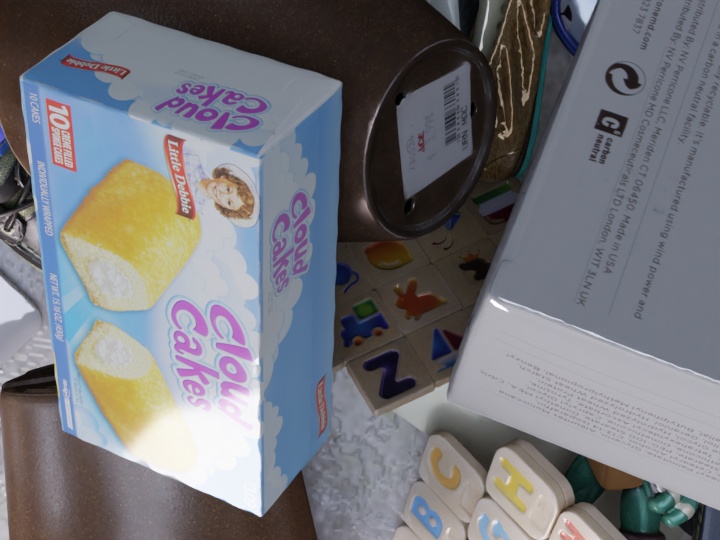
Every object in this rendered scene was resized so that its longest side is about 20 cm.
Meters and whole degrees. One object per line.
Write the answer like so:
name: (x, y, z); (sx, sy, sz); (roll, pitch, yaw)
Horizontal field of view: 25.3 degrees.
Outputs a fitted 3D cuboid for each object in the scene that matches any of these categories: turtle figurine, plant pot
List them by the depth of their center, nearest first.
plant pot: (-0.040, -0.090, 0.765); (0.200, 0.187, 0.187); (23, 107, 36)
turtle figurine: (0.136, 0.092, 0.853); (0.100, 0.150, 0.201); (-10, 119, -32)
plant pot: (-0.109, 0.147, 0.871); (0.200, 0.200, 0.199); (-8, 96, 4)

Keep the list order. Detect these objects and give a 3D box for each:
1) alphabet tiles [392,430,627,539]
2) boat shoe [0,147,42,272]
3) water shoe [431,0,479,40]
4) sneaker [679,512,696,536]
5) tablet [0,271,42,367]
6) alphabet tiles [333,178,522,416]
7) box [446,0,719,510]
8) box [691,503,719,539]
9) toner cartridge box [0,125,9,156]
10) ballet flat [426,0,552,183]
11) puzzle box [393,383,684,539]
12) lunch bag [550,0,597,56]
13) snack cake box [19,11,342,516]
alphabet tiles: (0.086, 0.189, 0.875); (0.196, 0.015, 0.200); (45, 138, 30)
boat shoe: (-0.198, -0.053, 0.885); (0.072, 0.066, 0.201); (-42, 98, 11)
water shoe: (0.031, -0.173, 0.856); (0.079, 0.071, 0.201); (2, 115, 37)
sneaker: (0.271, 0.145, 0.892); (0.199, 0.079, 0.076); (12, 107, -10)
tablet: (-0.297, 0.051, 0.941); (0.200, 0.014, 0.130); (-43, 98, 11)
alphabet tiles: (0.000, 0.000, 0.827); (0.200, 0.167, 0.008); (-25, 144, -12)
box: (0.168, -0.009, 0.735); (0.199, 0.131, 0.199); (21, 64, 5)
box: (0.258, 0.125, 0.842); (0.157, 0.051, 0.201); (11, 67, 7)
toner cartridge box: (-0.162, -0.167, 0.838); (0.095, 0.043, 0.200); (40, 83, -7)
ballet flat: (0.069, -0.145, 0.800); (0.072, 0.068, 0.201); (13, 98, -13)
puzzle box: (0.123, 0.073, 0.921); (0.200, 0.025, 0.133); (35, 102, -6)
lunch bag: (0.205, -0.126, 0.847); (0.200, 0.076, 0.160); (41, 104, -6)
snack cake box: (-0.074, 0.000, 0.701); (0.115, 0.067, 0.200); (20, 132, 22)
